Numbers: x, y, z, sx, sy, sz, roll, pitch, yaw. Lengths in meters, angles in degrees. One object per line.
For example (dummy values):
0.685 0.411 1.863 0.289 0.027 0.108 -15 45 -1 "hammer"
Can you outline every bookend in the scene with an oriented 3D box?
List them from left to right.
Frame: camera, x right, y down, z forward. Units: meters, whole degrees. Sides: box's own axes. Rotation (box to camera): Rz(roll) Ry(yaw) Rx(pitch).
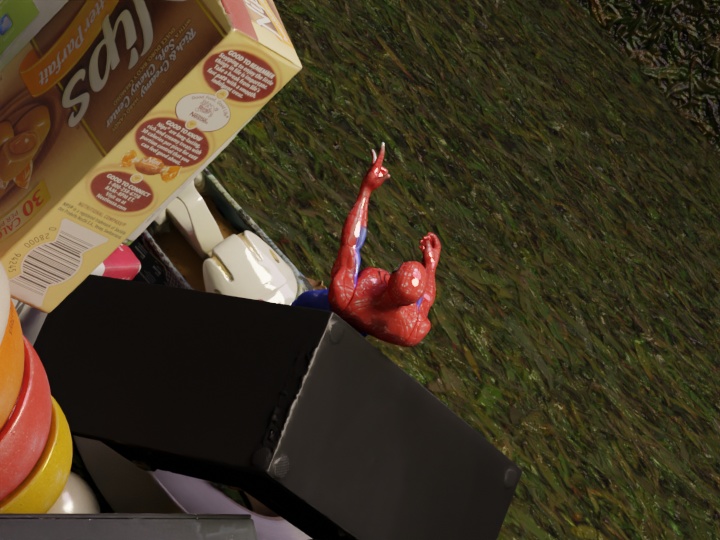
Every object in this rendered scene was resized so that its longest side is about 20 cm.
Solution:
-0.052 0.094 1.315 0.200 0.092 0.199 8 -22 39 "bookend"

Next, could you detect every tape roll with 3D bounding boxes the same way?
-0.090 0.121 1.459 0.203 0.037 0.203 38 21 -18 "tape roll"

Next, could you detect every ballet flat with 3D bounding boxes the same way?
-0.086 -0.011 1.409 0.200 0.074 0.074 44 16 29 "ballet flat"

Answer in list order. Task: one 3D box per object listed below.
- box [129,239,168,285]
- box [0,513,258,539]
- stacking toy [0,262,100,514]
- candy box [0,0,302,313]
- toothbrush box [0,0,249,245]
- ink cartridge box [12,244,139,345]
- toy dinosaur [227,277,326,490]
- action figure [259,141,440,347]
-0.076 0.034 1.560 0.160 0.049 0.200 30 9 -38 "box"
-0.115 0.197 1.133 0.160 0.044 0.200 2 36 -15 "box"
-0.195 0.091 1.222 0.200 0.146 0.146 53 11 -40 "stacking toy"
-0.130 -0.086 1.248 0.055 0.200 0.116 28 29 -43 "candy box"
-0.153 -0.140 1.393 0.086 0.146 0.200 24 28 -50 "toothbrush box"
-0.237 -0.026 1.356 0.145 0.083 0.200 51 19 14 "ink cartridge box"
-0.035 0.107 1.431 0.060 0.106 0.200 -141 -137 -73 "toy dinosaur"
0.000 0.000 1.284 0.065 0.099 0.200 26 -15 -16 "action figure"
